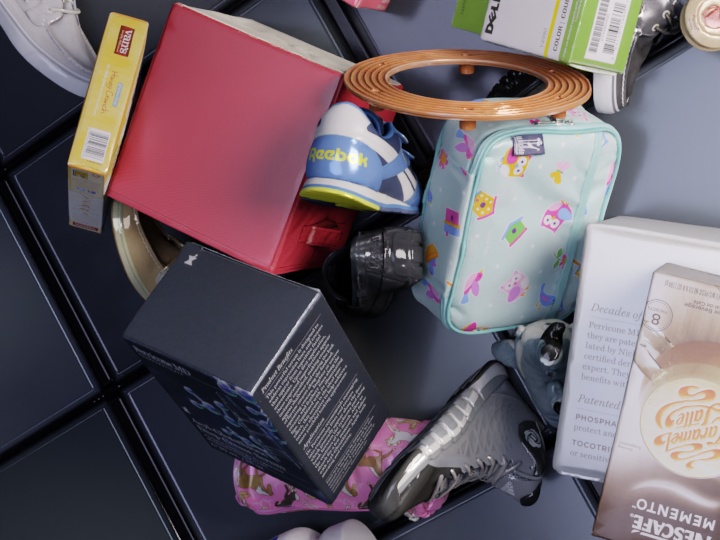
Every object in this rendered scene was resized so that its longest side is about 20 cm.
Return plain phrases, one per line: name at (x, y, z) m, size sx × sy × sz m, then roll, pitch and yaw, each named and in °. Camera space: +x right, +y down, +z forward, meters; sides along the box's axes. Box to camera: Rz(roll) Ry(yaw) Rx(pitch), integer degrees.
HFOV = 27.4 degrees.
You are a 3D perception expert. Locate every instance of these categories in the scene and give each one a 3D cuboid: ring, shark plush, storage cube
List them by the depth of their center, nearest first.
ring at (0.085, -0.146, 1.185) m, size 0.199 × 0.200 × 0.019 m, roll 9°, pitch 114°, yaw 19°
shark plush at (0.170, 0.083, 1.233) m, size 0.090 × 0.200 × 0.084 m, roll -7°, pitch 77°, yaw -6°
storage cube at (-0.088, -0.116, 1.314) m, size 0.199 × 0.171 × 0.181 m, roll 24°, pitch 101°, yaw 17°

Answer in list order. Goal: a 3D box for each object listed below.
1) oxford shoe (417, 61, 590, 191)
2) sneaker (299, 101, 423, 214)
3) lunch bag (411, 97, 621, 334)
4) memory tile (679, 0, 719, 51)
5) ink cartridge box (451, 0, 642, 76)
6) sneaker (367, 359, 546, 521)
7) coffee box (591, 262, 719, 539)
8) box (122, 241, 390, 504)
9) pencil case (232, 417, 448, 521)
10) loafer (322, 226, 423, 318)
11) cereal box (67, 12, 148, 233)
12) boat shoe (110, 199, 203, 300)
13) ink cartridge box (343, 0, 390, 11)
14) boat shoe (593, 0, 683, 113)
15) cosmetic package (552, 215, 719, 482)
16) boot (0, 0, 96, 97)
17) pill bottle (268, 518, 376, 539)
oxford shoe at (0.145, -0.124, 1.292) m, size 0.084 × 0.073 × 0.200 m, roll 40°, pitch 101°, yaw -19°
sneaker at (0.009, -0.089, 1.209) m, size 0.073 × 0.200 × 0.083 m, roll 5°, pitch 90°, yaw 14°
lunch bag at (0.134, -0.048, 1.236) m, size 0.077 × 0.159 × 0.201 m, roll 48°, pitch 134°, yaw 50°
memory tile at (0.305, -0.293, 1.205) m, size 0.152 × 0.017 × 0.201 m, roll -22°, pitch 87°, yaw -5°
ink cartridge box at (0.140, -0.257, 1.227) m, size 0.199 × 0.075 × 0.149 m, roll 24°, pitch 105°, yaw 44°
sneaker at (0.100, 0.173, 1.271) m, size 0.116 × 0.200 × 0.075 m, roll 46°, pitch 142°, yaw 1°
coffee box at (0.251, 0.107, 1.081) m, size 0.114 × 0.080 × 0.202 m, roll 14°, pitch 99°, yaw 17°
box at (-0.085, 0.090, 1.276) m, size 0.148 × 0.200 × 0.107 m, roll 20°, pitch 64°, yaw 33°
pencil case at (-0.019, 0.183, 1.364) m, size 0.198 × 0.087 × 0.083 m, roll -2°, pitch 125°, yaw 20°
loafer at (0.000, 0.000, 1.286) m, size 0.070 × 0.201 × 0.069 m, roll 2°, pitch 79°, yaw -12°
cereal box at (-0.230, -0.128, 1.334) m, size 0.039 × 0.200 × 0.145 m, roll 14°, pitch 74°, yaw -8°
boat shoe at (-0.168, 0.006, 1.377) m, size 0.066 × 0.074 × 0.201 m, roll -16°, pitch 128°, yaw 13°
ink cartridge box at (0.001, -0.353, 1.306) m, size 0.145 × 0.085 × 0.201 m, roll 34°, pitch 107°, yaw 14°
boat shoe at (0.243, -0.229, 1.242) m, size 0.066 × 0.070 × 0.202 m, roll 12°, pitch 91°, yaw 19°
cosmetic package at (0.264, 0.067, 1.204) m, size 0.165 × 0.167 × 0.202 m, roll 9°, pitch 97°, yaw 18°
boot at (-0.301, -0.266, 1.428) m, size 0.200 × 0.073 × 0.096 m, roll 47°, pitch 115°, yaw 11°
pill bottle at (-0.075, 0.309, 1.378) m, size 0.199 × 0.112 × 0.113 m, roll -27°, pitch 85°, yaw 21°
